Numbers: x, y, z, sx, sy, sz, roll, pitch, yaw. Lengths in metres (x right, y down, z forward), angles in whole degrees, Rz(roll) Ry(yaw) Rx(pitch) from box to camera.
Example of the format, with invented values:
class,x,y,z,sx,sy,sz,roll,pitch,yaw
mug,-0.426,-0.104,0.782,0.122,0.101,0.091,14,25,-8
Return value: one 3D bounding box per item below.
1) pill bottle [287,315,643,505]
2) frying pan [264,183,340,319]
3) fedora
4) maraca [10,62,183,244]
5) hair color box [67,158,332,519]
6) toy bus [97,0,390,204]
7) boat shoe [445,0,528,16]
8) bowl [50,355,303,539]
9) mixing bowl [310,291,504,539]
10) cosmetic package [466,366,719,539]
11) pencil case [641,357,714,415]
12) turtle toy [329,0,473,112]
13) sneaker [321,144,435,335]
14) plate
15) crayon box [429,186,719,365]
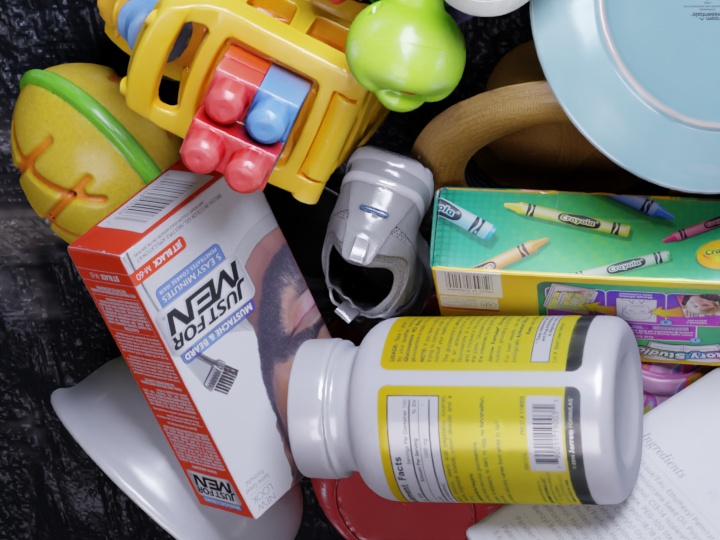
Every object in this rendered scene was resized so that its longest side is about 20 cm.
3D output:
class,x,y,z,sx,sy,sz,roll,pitch,yaw
pill bottle,0.063,0.083,1.451,0.200,0.113,0.113,0,121,17
frying pan,-0.048,0.008,1.613,0.115,0.031,0.190,24,132,3
fedora,0.126,-0.087,1.445,0.200,0.082,0.201,5,155,2
maraca,-0.153,-0.053,1.563,0.137,0.107,0.200,26,155,52
hair color box,-0.085,0.040,1.500,0.064,0.111,0.200,10,133,49
toy bus,-0.078,-0.128,1.440,0.200,0.192,0.136,27,127,2
boat shoe,0.108,-0.222,1.315,0.074,0.199,0.066,31,149,28
bowl,-0.105,0.118,1.630,0.201,0.201,0.090,42,93,-11
mixing bowl,0.041,0.125,1.613,0.200,0.108,0.200,9,123,14
cosmetic package,0.203,0.203,1.487,0.200,0.165,0.165,-32,136,-9
pencil case,0.176,0.121,1.583,0.087,0.087,0.200,14,125,9
turtle toy,0.026,-0.183,1.377,0.145,0.200,0.101,10,140,-16
sneaker,0.000,0.000,1.493,0.075,0.082,0.200,20,156,12
plate,0.191,-0.143,1.353,0.200,0.200,0.026,37,162,-8
crayon box,0.146,0.005,1.466,0.199,0.058,0.119,3,154,8
